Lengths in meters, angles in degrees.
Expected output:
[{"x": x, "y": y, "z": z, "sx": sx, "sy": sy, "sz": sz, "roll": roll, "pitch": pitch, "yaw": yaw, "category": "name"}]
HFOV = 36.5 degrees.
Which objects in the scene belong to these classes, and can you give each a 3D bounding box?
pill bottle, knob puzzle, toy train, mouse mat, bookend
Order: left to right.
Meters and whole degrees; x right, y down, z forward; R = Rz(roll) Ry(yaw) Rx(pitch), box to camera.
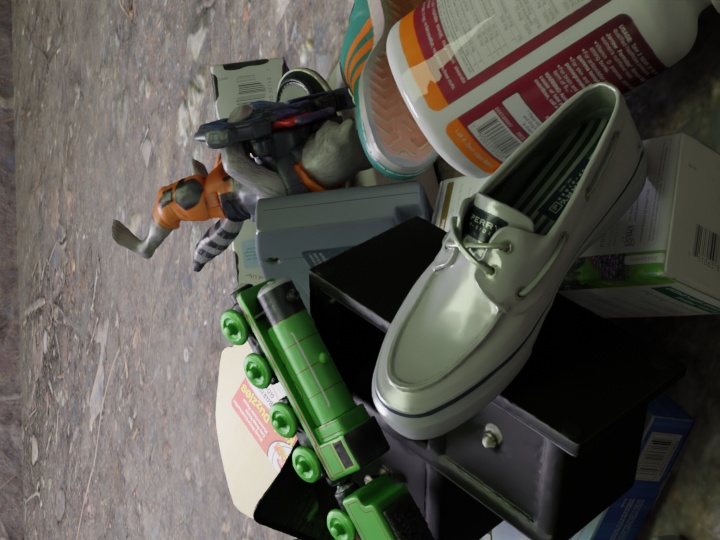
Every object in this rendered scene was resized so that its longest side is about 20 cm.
[{"x": -0.059, "y": 0.139, "z": 0.957, "sx": 0.218, "sy": 0.030, "sz": 0.223, "roll": 5, "pitch": 98, "yaw": 41, "category": "knob puzzle"}, {"x": -0.017, "y": 0.092, "z": 0.627, "sx": 0.056, "sy": 0.042, "sz": 0.202, "roll": -31, "pitch": 86, "yaw": 47, "category": "toy train"}, {"x": 0.010, "y": 0.101, "z": 0.761, "sx": 0.007, "sy": 0.161, "sz": 0.201, "roll": 29, "pitch": 82, "yaw": 28, "category": "mouse mat"}, {"x": 0.067, "y": 0.105, "z": 0.639, "sx": 0.198, "sy": 0.092, "sz": 0.202, "roll": 32, "pitch": 135, "yaw": 38, "category": "bookend"}, {"x": 0.122, "y": -0.147, "z": 0.626, "sx": 0.199, "sy": 0.109, "sz": 0.111, "roll": -30, "pitch": 56, "yaw": 24, "category": "pill bottle"}]

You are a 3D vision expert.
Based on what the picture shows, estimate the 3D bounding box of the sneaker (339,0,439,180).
[{"x": 0.024, "y": -0.134, "z": 0.762, "sx": 0.080, "sy": 0.070, "sz": 0.202, "roll": 118, "pitch": 159, "yaw": -53, "category": "sneaker"}]

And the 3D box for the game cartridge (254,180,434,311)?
[{"x": 0.000, "y": 0.000, "z": 0.796, "sx": 0.200, "sy": 0.131, "sz": 0.041, "roll": 61, "pitch": -157, "yaw": -60, "category": "game cartridge"}]

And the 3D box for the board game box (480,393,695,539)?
[{"x": 0.110, "y": 0.130, "z": 0.741, "sx": 0.199, "sy": 0.043, "sz": 0.202, "roll": 48, "pitch": 122, "yaw": 53, "category": "board game box"}]

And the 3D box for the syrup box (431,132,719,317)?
[{"x": 0.131, "y": -0.018, "z": 0.654, "sx": 0.199, "sy": 0.078, "sz": 0.082, "roll": -7, "pitch": 67, "yaw": 54, "category": "syrup box"}]

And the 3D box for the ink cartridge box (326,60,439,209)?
[{"x": 0.010, "y": -0.075, "z": 0.957, "sx": 0.117, "sy": 0.067, "sz": 0.202, "roll": -48, "pitch": 47, "yaw": 51, "category": "ink cartridge box"}]

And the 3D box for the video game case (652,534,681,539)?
[{"x": 0.197, "y": 0.283, "z": 0.603, "sx": 0.182, "sy": 0.023, "sz": 0.202, "roll": 42, "pitch": 125, "yaw": 56, "category": "video game case"}]

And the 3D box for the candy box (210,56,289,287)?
[{"x": -0.085, "y": -0.082, "z": 1.037, "sx": 0.168, "sy": 0.071, "sz": 0.203, "roll": 60, "pitch": -157, "yaw": -87, "category": "candy box"}]

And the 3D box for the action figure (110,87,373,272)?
[{"x": -0.065, "y": -0.072, "z": 0.819, "sx": 0.192, "sy": 0.199, "sz": 0.106, "roll": -14, "pitch": 99, "yaw": 38, "category": "action figure"}]

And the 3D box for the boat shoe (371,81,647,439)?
[{"x": 0.067, "y": -0.013, "z": 0.538, "sx": 0.073, "sy": 0.067, "sz": 0.201, "roll": 25, "pitch": 68, "yaw": 36, "category": "boat shoe"}]

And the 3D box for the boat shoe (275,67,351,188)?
[{"x": -0.049, "y": -0.071, "z": 0.910, "sx": 0.074, "sy": 0.062, "sz": 0.203, "roll": -4, "pitch": 86, "yaw": 36, "category": "boat shoe"}]

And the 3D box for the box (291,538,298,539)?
[{"x": -0.007, "y": 0.346, "z": 0.916, "sx": 0.200, "sy": 0.044, "sz": 0.162, "roll": 42, "pitch": 131, "yaw": 42, "category": "box"}]
